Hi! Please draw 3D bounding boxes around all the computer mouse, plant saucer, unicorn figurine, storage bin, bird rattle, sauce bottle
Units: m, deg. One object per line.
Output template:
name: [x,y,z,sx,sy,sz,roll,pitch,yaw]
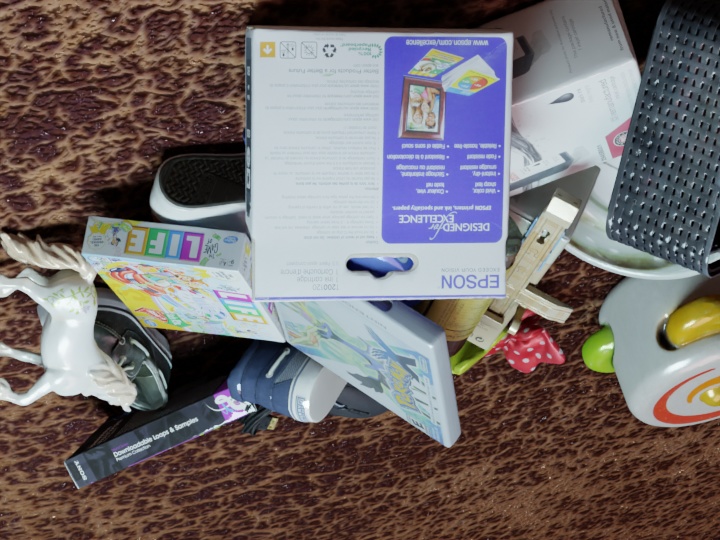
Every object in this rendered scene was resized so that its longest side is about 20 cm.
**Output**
computer mouse: [-0.034,0.140,1.944,0.140,0.046,0.199,-32,161,31]
plant saucer: [0.241,-0.074,1.671,0.198,0.051,0.201,15,144,11]
unicorn figurine: [-0.254,0.062,1.613,0.136,0.074,0.201,1,132,-9]
storage bin: [0.277,-0.110,1.489,0.135,0.093,0.202,-16,124,-56]
bird rattle: [0.099,0.055,1.882,0.162,0.114,0.199,-16,169,26]
sauce bottle: [0.071,0.029,1.602,0.064,0.065,0.201,-1,141,-28]

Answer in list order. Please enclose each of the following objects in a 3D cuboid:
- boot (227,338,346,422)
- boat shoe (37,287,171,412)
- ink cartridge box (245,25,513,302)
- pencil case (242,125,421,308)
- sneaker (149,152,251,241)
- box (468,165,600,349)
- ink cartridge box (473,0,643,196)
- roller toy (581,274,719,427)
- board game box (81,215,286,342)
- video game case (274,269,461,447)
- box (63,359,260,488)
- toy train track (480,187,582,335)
boot: [-0.040,0.059,1.759,0.090,0.200,0.073,13,127,25]
boat shoe: [-0.220,0.074,1.727,0.072,0.072,0.200,-24,152,16]
ink cartridge box: [0.013,-0.079,1.414,0.196,0.203,0.043,0,-173,-8]
pencil case: [-0.005,-0.060,1.496,0.087,0.078,0.200,-47,116,-16]
sneaker: [-0.077,-0.058,1.570,0.198,0.074,0.085,3,156,-15]
box: [0.128,-0.026,1.677,0.077,0.095,0.200,29,147,-1]
ink cartridge box: [0.126,-0.132,1.516,0.198,0.086,0.146,-19,153,10]
roller toy: [0.348,0.074,1.962,0.181,0.141,0.200,3,147,-33]
board game box: [-0.142,0.010,1.609,0.133,0.035,0.200,6,162,11]
video game case: [0.000,0.054,1.568,0.022,0.181,0.201,-50,158,-18]
box: [-0.175,0.139,1.837,0.198,0.036,0.143,-23,-172,15]
toy train track: [0.135,0.001,1.597,0.114,0.033,0.200,27,144,0]
